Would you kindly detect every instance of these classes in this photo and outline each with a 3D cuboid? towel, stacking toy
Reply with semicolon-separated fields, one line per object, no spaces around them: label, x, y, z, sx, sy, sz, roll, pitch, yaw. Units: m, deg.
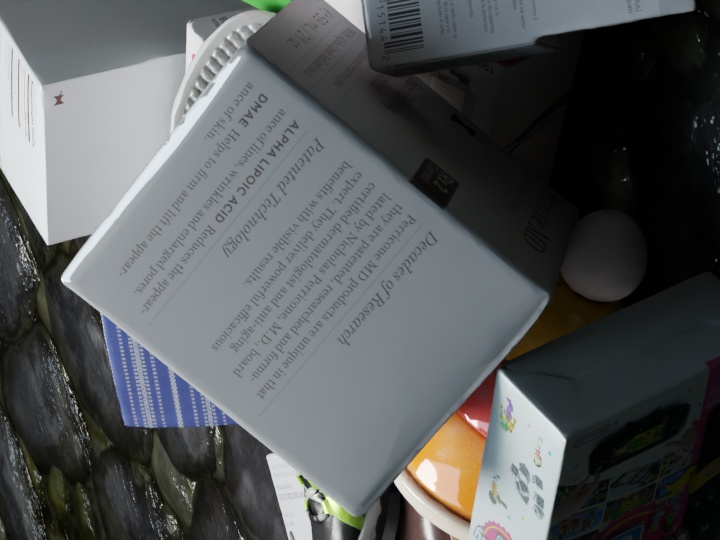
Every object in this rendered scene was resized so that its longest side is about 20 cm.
towel;-0.073;0.050;1.721;0.024;0.200;0.145;-89;-5;-47
stacking toy;0.106;0.050;1.419;0.146;0.146;0.200;53;133;44

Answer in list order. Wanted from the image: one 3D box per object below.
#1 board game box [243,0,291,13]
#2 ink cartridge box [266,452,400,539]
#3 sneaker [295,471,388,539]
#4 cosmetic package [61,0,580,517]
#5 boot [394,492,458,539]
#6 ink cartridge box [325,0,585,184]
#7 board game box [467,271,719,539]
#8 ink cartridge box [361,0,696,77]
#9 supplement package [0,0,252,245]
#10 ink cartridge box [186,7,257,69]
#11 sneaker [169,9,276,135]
board game box;-0.022;-0.247;1.438;0.200;0.040;0.153;101;-165;-75
ink cartridge box;0.017;0.210;1.748;0.145;0.084;0.200;-21;84;67
sneaker;-0.033;0.105;1.626;0.072;0.083;0.200;167;103;-64
cosmetic package;-0.015;-0.013;1.323;0.200;0.165;0.165;38;-161;-3
boot;0.032;0.188;1.629;0.200;0.072;0.166;46;110;39
ink cartridge box;0.043;-0.125;1.425;0.146;0.083;0.200;34;139;22
board game box;0.133;0.115;1.329;0.064;0.147;0.200;45;144;35
ink cartridge box;0.080;-0.211;1.285;0.045;0.176;0.200;4;-101;-69
supplement package;-0.181;-0.152;1.861;0.200;0.191;0.147;-125;30;-43
ink cartridge box;-0.060;-0.063;1.748;0.147;0.083;0.200;55;150;41
sneaker;-0.082;-0.073;1.550;0.079;0.078;0.200;-82;8;-69
